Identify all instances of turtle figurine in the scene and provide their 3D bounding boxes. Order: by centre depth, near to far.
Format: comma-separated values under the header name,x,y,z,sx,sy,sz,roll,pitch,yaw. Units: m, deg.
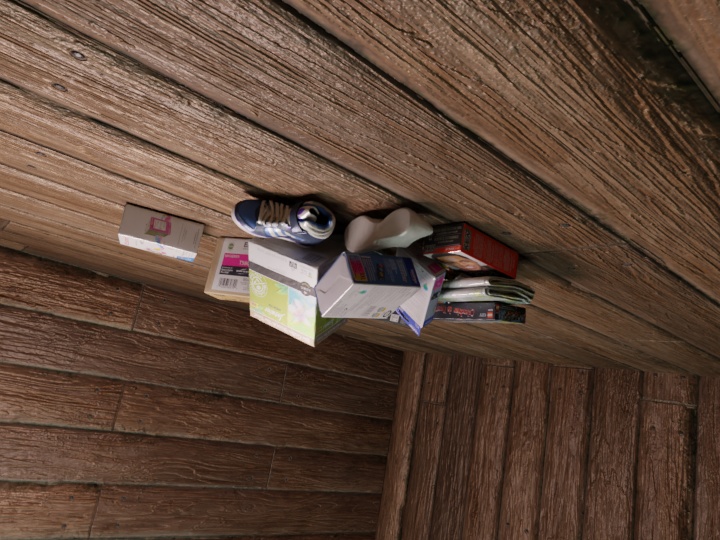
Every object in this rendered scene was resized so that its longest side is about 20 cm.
name,x,y,z,sx,sy,sz,roll,pitch,yaw
turtle figurine,0.159,-0.006,1.216,0.199,0.065,0.160,33,152,-35

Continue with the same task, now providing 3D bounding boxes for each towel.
name,x,y,z,sx,sy,sz,roll,pitch,yaw
towel,0.259,0.046,1.190,0.169,0.049,0.199,11,168,-36

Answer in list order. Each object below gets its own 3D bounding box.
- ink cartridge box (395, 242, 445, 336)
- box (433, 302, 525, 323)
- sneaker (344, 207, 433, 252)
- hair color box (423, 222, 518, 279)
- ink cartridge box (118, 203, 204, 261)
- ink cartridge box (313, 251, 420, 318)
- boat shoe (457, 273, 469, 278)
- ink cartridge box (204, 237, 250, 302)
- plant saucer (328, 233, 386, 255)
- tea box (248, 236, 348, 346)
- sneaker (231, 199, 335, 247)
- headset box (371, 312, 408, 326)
name,x,y,z,sx,sy,sz,roll,pitch,yaw
ink cartridge box,0.120,0.040,1.183,0.119,0.042,0.202,45,146,31
box,0.263,0.100,1.250,0.135,0.038,0.198,12,169,-44
sneaker,0.053,-0.067,1.059,0.088,0.077,0.198,16,165,-41
hair color box,0.232,-0.034,1.113,0.198,0.062,0.101,21,163,-38
ink cartridge box,-0.526,-0.095,1.411,0.197,0.086,0.144,16,167,-20
ink cartridge box,0.026,0.035,1.079,0.197,0.077,0.136,6,145,-34
boat shoe,0.223,0.012,1.312,0.197,0.067,0.072,17,167,-26
ink cartridge box,-0.314,0.000,1.469,0.197,0.168,0.075,4,164,25
plant saucer,-0.022,-0.053,1.293,0.197,0.039,0.201,10,167,2
tea box,-0.137,0.028,1.208,0.198,0.200,0.133,20,-149,29
sneaker,-0.146,-0.113,1.063,0.197,0.082,0.146,19,157,-20
headset box,0.094,0.080,1.553,0.146,0.076,0.200,12,-162,-5
